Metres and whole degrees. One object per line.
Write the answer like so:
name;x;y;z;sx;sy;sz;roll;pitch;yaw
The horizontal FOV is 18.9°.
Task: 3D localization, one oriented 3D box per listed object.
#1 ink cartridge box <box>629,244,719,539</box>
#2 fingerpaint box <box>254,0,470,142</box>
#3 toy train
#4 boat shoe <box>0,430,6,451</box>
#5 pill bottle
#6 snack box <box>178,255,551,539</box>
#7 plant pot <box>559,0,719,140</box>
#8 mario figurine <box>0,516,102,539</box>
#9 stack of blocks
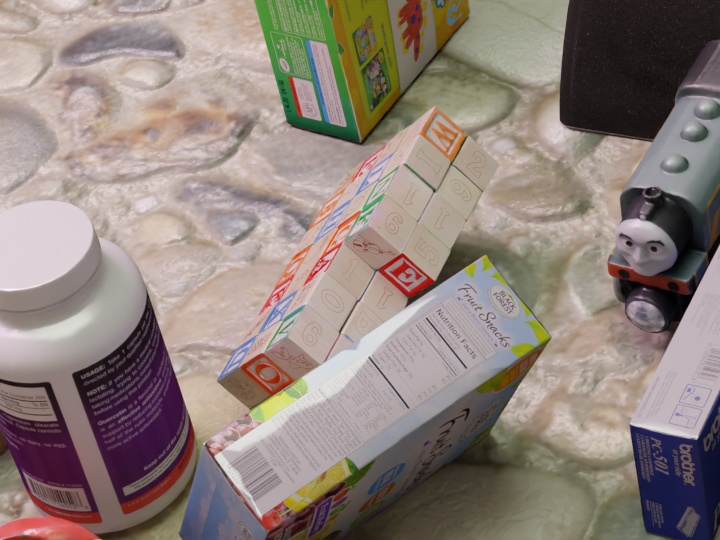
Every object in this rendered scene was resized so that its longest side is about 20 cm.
ink cartridge box;0.218;0.056;1.282;0.044;0.094;0.200;12;48;26
fingerpaint box;-0.004;-0.226;1.568;0.073;0.201;0.167;16;50;30
toy train;0.218;-0.055;1.384;0.085;0.114;0.200;15;51;29
boat shoe;-0.288;0.110;1.377;0.065;0.072;0.200;31;64;33
pill bottle;-0.171;0.057;1.304;0.112;0.201;0.113;-7;42;7
snack box;-0.001;0.096;1.237;0.200;0.169;0.068;-35;76;-20
plant pot;0.254;-0.217;1.507;0.199;0.178;0.200;11;46;25
mario figurine;-0.166;0.211;1.210;0.123;0.106;0.200;-31;46;-16
stack of blocks;0.000;0.000;1.382;0.115;0.059;0.200;-34;20;49
